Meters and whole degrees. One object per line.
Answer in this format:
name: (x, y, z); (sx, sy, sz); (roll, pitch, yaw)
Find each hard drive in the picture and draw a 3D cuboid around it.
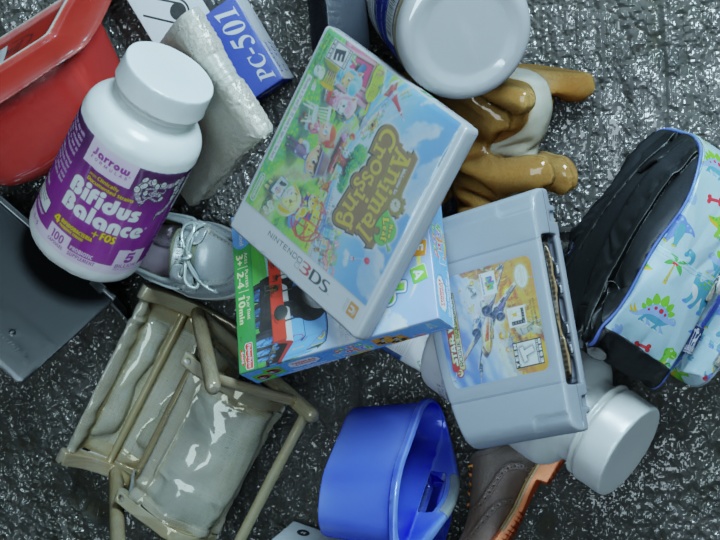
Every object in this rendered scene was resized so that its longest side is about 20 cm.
hard drive: (-0.021, -0.215, 1.410); (0.042, 0.135, 0.203); (-6, 95, -8)

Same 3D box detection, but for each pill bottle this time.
pill bottle: (0.160, 0.106, 1.383); (0.199, 0.114, 0.115); (35, 102, 28)
pill bottle: (0.066, -0.232, 1.343); (0.114, 0.200, 0.117); (-5, 116, -11)
pill bottle: (-0.206, -0.096, 1.363); (0.112, 0.112, 0.201); (36, 121, 6)

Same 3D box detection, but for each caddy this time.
caddy: (0.038, 0.206, 1.412); (0.104, 0.201, 0.143); (-3, 122, 19)

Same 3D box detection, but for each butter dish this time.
butter dish: (-0.290, -0.149, 1.460); (0.198, 0.201, 0.149); (-28, 114, 12)

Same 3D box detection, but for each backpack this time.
backpack: (0.267, -0.012, 1.352); (0.146, 0.183, 0.201); (28, 98, -16)

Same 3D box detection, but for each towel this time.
towel: (-0.149, -0.146, 1.426); (0.034, 0.200, 0.133); (-33, 90, -29)

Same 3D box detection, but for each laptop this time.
laptop: (-0.328, 0.011, 1.444); (0.187, 0.200, 0.116); (41, 82, 5)

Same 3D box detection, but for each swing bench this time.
swing bench: (-0.167, 0.154, 1.464); (0.129, 0.200, 0.200); (20, 105, -34)

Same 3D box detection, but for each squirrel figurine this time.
squirrel figurine: (0.099, -0.091, 1.413); (0.198, 0.141, 0.189); (13, 109, 24)

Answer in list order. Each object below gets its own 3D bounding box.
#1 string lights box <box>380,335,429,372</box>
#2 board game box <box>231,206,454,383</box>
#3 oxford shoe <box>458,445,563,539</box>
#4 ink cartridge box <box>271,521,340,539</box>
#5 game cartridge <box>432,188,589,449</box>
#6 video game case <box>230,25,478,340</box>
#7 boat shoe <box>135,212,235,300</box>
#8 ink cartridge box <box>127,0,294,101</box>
string lights box: (0.000, 0.000, 1.462); (0.199, 0.059, 0.104); (30, 101, 7)
board game box: (-0.019, 0.000, 1.354); (0.198, 0.037, 0.153); (-17, 65, 25)
oxford shoe: (0.123, 0.210, 1.446); (0.073, 0.071, 0.201); (34, 79, 12)
ink cartridge box: (-0.021, 0.311, 1.413); (0.197, 0.200, 0.041); (17, 111, 18)
game cartridge: (0.119, 0.044, 1.310); (0.132, 0.041, 0.203); (-16, 80, 38)
video game case: (-0.011, -0.075, 1.309); (0.182, 0.022, 0.201); (40, 110, 34)
boat shoe: (-0.187, -0.021, 1.469); (0.200, 0.065, 0.075); (19, 95, 27)
ink cartridge box: (-0.155, -0.242, 1.474); (0.093, 0.044, 0.201); (-32, 89, 14)
